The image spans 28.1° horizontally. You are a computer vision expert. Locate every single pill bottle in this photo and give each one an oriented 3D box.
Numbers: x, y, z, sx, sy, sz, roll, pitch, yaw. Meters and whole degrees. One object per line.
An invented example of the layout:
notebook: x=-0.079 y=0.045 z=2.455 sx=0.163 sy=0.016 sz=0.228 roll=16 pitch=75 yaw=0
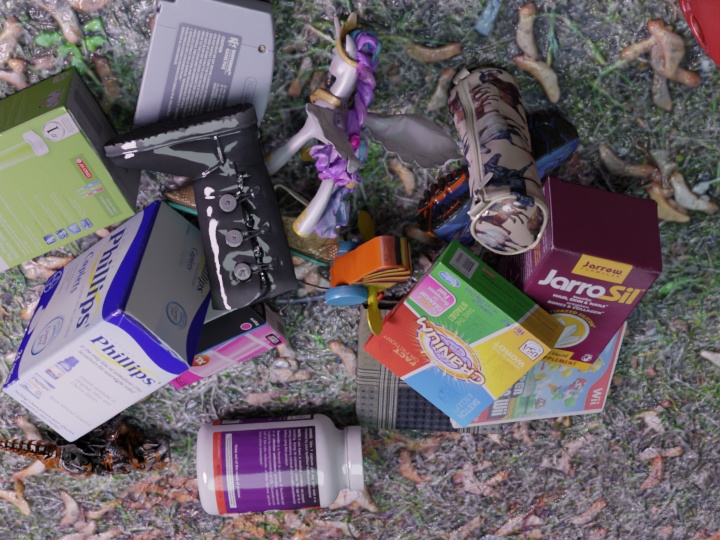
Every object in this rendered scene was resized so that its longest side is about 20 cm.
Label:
pill bottle: x=-0.096 y=0.234 z=1.742 sx=0.198 sy=0.113 sz=0.113 roll=-3 pitch=126 yaw=0

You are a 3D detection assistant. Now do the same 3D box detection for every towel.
towel: x=0.089 y=0.113 z=1.721 sx=0.190 sy=0.035 sz=0.202 roll=3 pitch=128 yaw=-1

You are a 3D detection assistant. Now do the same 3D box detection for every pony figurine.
pony figurine: x=-0.016 y=-0.133 z=1.448 sx=0.165 sy=0.194 sz=0.201 roll=2 pitch=132 yaw=-38

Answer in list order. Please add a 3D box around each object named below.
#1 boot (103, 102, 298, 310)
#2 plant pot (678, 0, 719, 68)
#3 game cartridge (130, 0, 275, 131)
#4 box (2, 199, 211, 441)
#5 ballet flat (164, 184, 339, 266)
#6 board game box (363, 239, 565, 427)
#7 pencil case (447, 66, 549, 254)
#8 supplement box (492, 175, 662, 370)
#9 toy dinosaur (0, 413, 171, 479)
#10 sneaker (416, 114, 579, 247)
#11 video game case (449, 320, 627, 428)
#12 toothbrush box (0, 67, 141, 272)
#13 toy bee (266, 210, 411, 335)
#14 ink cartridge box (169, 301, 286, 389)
boot: x=-0.162 y=-0.055 z=1.483 sx=0.163 sy=0.066 sz=0.202 roll=-11 pitch=108 yaw=5
plant pot: x=0.414 y=-0.257 z=1.376 sx=0.198 sy=0.183 sz=0.202 roll=-1 pitch=128 yaw=-1
game cartridge: x=-0.159 y=-0.194 z=1.480 sx=0.132 sy=0.042 sz=0.201 roll=9 pitch=125 yaw=-15
box: x=-0.263 y=0.053 z=1.542 sx=0.199 sy=0.185 sz=0.105 roll=-31 pitch=120 yaw=30
ballet flat: x=-0.112 y=-0.068 z=1.550 sx=0.198 sy=0.071 sz=0.066 roll=20 pitch=94 yaw=3
board game box: x=0.109 y=0.074 z=1.578 sx=0.153 sy=0.040 sz=0.200 roll=37 pitch=140 yaw=-1
pencil case: x=0.136 y=-0.117 z=1.458 sx=0.077 sy=0.201 sz=0.089 roll=-29 pitch=136 yaw=24
supplement box: x=0.229 y=0.007 z=1.572 sx=0.129 sy=0.104 sz=0.201 roll=12 pitch=141 yaw=-10
toy dinosaur: x=-0.331 y=0.215 z=1.735 sx=0.198 sy=0.103 sz=0.136 roll=-17 pitch=146 yaw=-17
sneaker: x=0.154 y=-0.096 z=1.554 sx=0.199 sy=0.076 sz=0.078 roll=-34 pitch=137 yaw=23
video game case: x=0.210 y=0.120 z=1.707 sx=0.198 sy=0.018 sz=0.144 roll=-5 pitch=127 yaw=-17
toothbrush box: x=-0.351 y=-0.099 z=1.506 sx=0.198 sy=0.086 sz=0.146 roll=-23 pitch=124 yaw=12
toy bee: x=0.000 y=0.000 z=1.598 sx=0.108 sy=0.199 sz=0.133 roll=6 pitch=93 yaw=-40
ink cartridge box: x=-0.192 y=0.085 z=1.659 sx=0.198 sy=0.037 sz=0.095 roll=-22 pitch=142 yaw=18
